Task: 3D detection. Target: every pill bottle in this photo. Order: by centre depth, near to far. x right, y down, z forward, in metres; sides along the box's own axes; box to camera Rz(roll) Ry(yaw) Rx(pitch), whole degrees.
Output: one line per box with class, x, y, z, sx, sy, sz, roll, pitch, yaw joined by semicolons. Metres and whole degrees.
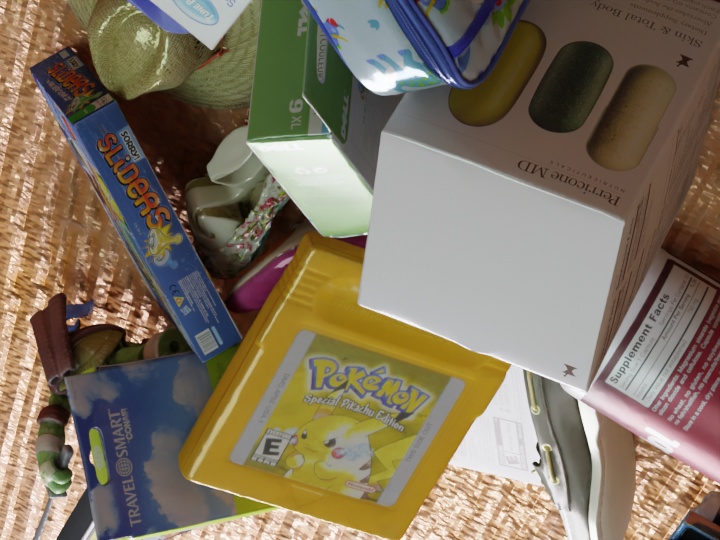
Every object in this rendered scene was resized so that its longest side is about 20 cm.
pill bottle;0.200;0.054;1.673;0.200;0.113;0.113;31;140;2

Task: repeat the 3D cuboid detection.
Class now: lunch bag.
lunch bag;0.042;-0.204;1.446;0.082;0.200;0.161;-4;131;38

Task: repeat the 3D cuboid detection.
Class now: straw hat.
straw hat;-0.135;-0.159;1.691;0.201;0.085;0.201;17;138;16

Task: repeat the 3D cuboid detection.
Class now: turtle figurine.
turtle figurine;-0.167;0.112;1.926;0.144;0.201;0.194;-2;176;-20

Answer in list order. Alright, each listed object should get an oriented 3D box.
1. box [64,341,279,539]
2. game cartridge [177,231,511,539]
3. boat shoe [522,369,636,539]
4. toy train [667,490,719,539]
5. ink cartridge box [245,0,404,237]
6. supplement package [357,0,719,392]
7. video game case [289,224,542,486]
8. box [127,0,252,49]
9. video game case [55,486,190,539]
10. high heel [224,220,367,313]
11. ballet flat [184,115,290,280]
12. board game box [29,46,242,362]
box;-0.110;0.116;1.811;0.048;0.200;0.122;-23;78;61
game cartridge;-0.003;0.082;1.755;0.176;0.032;0.200;18;119;-23
boat shoe;0.151;0.121;1.805;0.060;0.072;0.202;10;130;24
toy train;0.294;0.227;1.785;0.200;0.114;0.087;28;143;4
ink cartridge box;-0.024;-0.107;1.596;0.059;0.104;0.200;-2;157;19
supplement package;0.110;-0.067;1.539;0.151;0.200;0.151;21;139;12
video game case;0.045;0.061;1.849;0.182;0.023;0.200;12;137;23
box;-0.089;-0.228;1.579;0.119;0.041;0.200;38;117;-7
video game case;-0.129;0.157;1.932;0.026;0.180;0.200;63;151;17
high heel;0.000;0.000;1.765;0.200;0.067;0.096;-34;99;25
ballet flat;-0.082;-0.062;1.764;0.200;0.064;0.076;-54;52;44
board game box;-0.155;-0.046;1.789;0.200;0.034;0.135;64;172;-28
